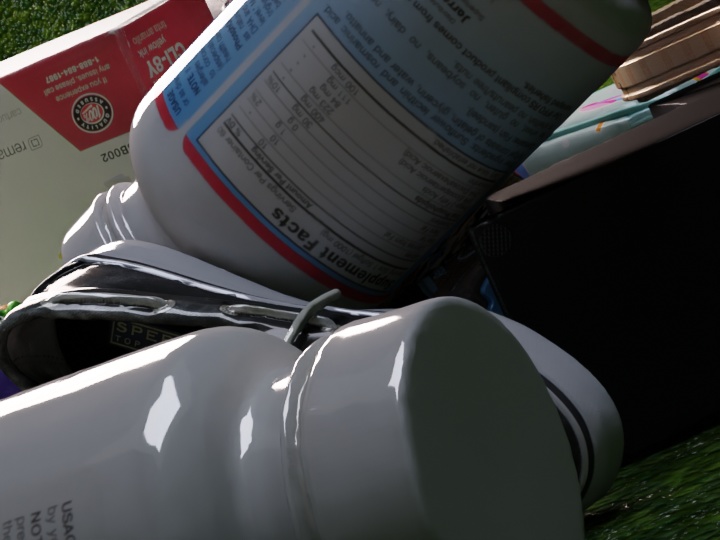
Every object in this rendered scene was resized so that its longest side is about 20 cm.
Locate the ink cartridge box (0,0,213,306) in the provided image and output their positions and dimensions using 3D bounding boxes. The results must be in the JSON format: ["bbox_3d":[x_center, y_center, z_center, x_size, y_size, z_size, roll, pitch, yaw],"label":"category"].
[{"bbox_3d":[-0.110,-0.017,1.383,0.145,0.200,0.083,-19,12,31],"label":"ink cartridge box"}]

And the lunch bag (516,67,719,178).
[{"bbox_3d":[0.114,-0.046,1.383,0.200,0.077,0.160,-20,7,29],"label":"lunch bag"}]

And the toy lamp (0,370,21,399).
[{"bbox_3d":[-0.111,0.041,1.089,0.058,0.058,0.200,-19,9,29],"label":"toy lamp"}]

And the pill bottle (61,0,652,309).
[{"bbox_3d":[-0.006,-0.052,0.957,0.200,0.109,0.109,-45,0,17],"label":"pill bottle"}]

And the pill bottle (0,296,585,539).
[{"bbox_3d":[-0.048,0.078,0.746,0.200,0.115,0.114,-20,7,28],"label":"pill bottle"}]

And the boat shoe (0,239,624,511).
[{"bbox_3d":[-0.020,0.039,0.882,0.199,0.074,0.068,20,23,18],"label":"boat shoe"}]

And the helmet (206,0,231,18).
[{"bbox_3d":[-0.038,-0.061,1.492,0.200,0.201,0.190,-18,0,39],"label":"helmet"}]

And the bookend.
[{"bbox_3d":[0.134,-0.019,1.019,0.200,0.092,0.199,-25,5,-4],"label":"bookend"}]

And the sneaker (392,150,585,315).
[{"bbox_3d":[0.060,0.006,1.161,0.082,0.073,0.200,-21,6,34],"label":"sneaker"}]

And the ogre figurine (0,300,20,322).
[{"bbox_3d":[-0.122,0.067,1.240,0.120,0.098,0.200,4,37,36],"label":"ogre figurine"}]

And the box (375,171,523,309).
[{"bbox_3d":[0.000,0.000,1.143,0.137,0.038,0.200,-52,-9,6],"label":"box"}]

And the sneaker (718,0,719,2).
[{"bbox_3d":[0.095,-0.134,0.958,0.077,0.200,0.082,-58,5,-17],"label":"sneaker"}]

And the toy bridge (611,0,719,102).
[{"bbox_3d":[0.129,-0.089,1.103,0.067,0.027,0.200,-27,4,-4],"label":"toy bridge"}]
